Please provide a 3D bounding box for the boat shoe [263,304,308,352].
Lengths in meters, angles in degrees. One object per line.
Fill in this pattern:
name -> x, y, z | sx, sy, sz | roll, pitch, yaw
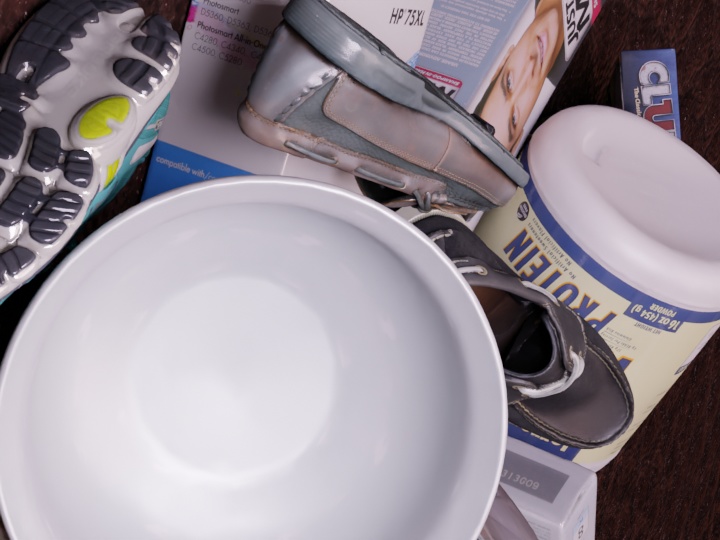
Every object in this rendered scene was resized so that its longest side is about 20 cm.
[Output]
boat shoe -> -0.035, 0.081, 1.146 | 0.062, 0.074, 0.201 | -120, -148, -54

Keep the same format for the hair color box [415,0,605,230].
hair color box -> 0.071, -0.126, 1.405 | 0.201, 0.060, 0.099 | -59, 157, -28

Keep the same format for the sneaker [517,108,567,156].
sneaker -> 0.124, -0.011, 1.629 | 0.090, 0.067, 0.201 | -39, 140, -46

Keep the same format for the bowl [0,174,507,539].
bowl -> -0.048, 0.051, 1.030 | 0.090, 0.200, 0.202 | -122, -135, -72

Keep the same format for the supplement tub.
supplement tub -> 0.113, 0.024, 1.458 | 0.200, 0.145, 0.145 | -55, 170, 31

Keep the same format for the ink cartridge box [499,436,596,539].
ink cartridge box -> 0.050, 0.159, 1.463 | 0.047, 0.159, 0.201 | -54, 154, -35

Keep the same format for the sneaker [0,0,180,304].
sneaker -> -0.126, -0.025, 0.978 | 0.200, 0.077, 0.080 | -49, 159, -46

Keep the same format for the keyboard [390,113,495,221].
keyboard -> 0.000, 0.000, 1.333 | 0.104, 0.040, 0.201 | -7, 134, -49

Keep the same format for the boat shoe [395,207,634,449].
boat shoe -> 0.079, 0.043, 1.320 | 0.072, 0.068, 0.200 | -46, 131, 4

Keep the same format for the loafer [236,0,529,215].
loafer -> 0.007, -0.059, 1.121 | 0.063, 0.072, 0.200 | -50, 150, 5

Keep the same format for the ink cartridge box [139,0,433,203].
ink cartridge box -> -0.023, -0.107, 1.168 | 0.116, 0.067, 0.201 | -9, 116, -65

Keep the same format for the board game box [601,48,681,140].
board game box -> 0.173, -0.049, 1.623 | 0.200, 0.034, 0.137 | 83, 4, -82

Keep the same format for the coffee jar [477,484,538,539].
coffee jar -> 0.004, 0.193, 1.344 | 0.200, 0.105, 0.085 | -40, 155, 16

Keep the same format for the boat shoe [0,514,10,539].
boat shoe -> -0.136, 0.115, 1.079 | 0.200, 0.065, 0.072 | 41, 25, -57
